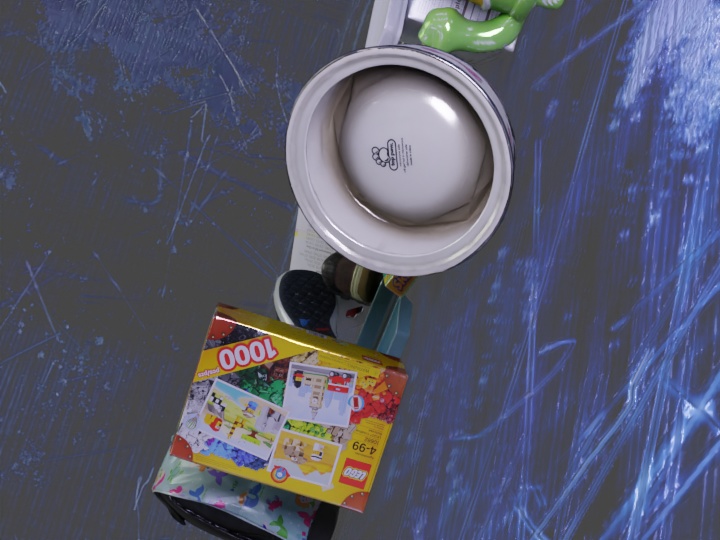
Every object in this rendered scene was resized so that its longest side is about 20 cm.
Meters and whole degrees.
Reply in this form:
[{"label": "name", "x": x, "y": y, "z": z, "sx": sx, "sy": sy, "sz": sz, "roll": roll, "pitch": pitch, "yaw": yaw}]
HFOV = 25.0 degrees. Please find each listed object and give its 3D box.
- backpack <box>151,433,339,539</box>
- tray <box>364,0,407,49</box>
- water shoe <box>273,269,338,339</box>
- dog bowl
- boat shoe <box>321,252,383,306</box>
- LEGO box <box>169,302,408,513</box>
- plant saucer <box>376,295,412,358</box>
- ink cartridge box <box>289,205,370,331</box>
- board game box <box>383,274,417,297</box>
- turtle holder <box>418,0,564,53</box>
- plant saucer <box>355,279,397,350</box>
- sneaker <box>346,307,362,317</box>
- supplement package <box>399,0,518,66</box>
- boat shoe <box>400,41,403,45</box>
[{"label": "backpack", "x": -0.124, "y": 0.236, "z": 1.793, "sx": 0.178, "sy": 0.200, "sz": 0.151, "roll": 130, "pitch": 156, "yaw": -76}, {"label": "tray", "x": 0.030, "y": -0.262, "z": 1.599, "sx": 0.107, "sy": 0.022, "sz": 0.200, "roll": 113, "pitch": 171, "yaw": -48}, {"label": "water shoe", "x": -0.060, "y": 0.081, "z": 1.770, "sx": 0.200, "sy": 0.071, "sz": 0.079, "roll": -105, "pitch": 25, "yaw": -48}, {"label": "dog bowl", "x": 0.041, "y": -0.100, "z": 1.374, "sx": 0.074, "sy": 0.200, "sz": 0.200, "roll": -47, "pitch": -20, "yaw": -61}, {"label": "boat shoe", "x": 0.000, "y": 0.001, "z": 1.801, "sx": 0.201, "sy": 0.066, "sz": 0.072, "roll": 6, "pitch": -76, "yaw": -81}, {"label": "LEGO box", "x": -0.072, "y": 0.135, "z": 1.611, "sx": 0.077, "sy": 0.200, "sz": 0.149, "roll": -112, "pitch": 39, "yaw": -80}, {"label": "plant saucer", "x": 0.017, "y": 0.119, "z": 1.717, "sx": 0.070, "sy": 0.019, "sz": 0.200, "roll": -81, "pitch": 11, "yaw": -54}, {"label": "ink cartridge box", "x": -0.021, "y": -0.037, "z": 1.886, "sx": 0.115, "sy": 0.068, "sz": 0.200, "roll": -13, "pitch": -65, "yaw": -57}, {"label": "board game box", "x": 0.057, "y": -0.042, "z": 1.657, "sx": 0.096, "sy": 0.030, "sz": 0.200, "roll": -53, "pitch": 8, "yaw": 11}, {"label": "turtle holder", "x": 0.118, "y": -0.289, "z": 1.428, "sx": 0.141, "sy": 0.132, "sz": 0.186, "roll": -80, "pitch": 10, "yaw": -45}, {"label": "plant saucer", "x": 0.010, "y": 0.074, "z": 1.770, "sx": 0.070, "sy": 0.019, "sz": 0.200, "roll": -56, "pitch": -11, "yaw": -54}, {"label": "sneaker", "x": -0.005, "y": -0.015, "z": 2.016, "sx": 0.200, "sy": 0.071, "sz": 0.113, "roll": 103, "pitch": -177, "yaw": -47}, {"label": "supplement package", "x": 0.107, "y": -0.301, "z": 1.643, "sx": 0.200, "sy": 0.111, "sz": 0.156, "roll": -151, "pitch": 79, "yaw": -84}, {"label": "boat shoe", "x": 0.075, "y": -0.221, "z": 1.850, "sx": 0.073, "sy": 0.074, "sz": 0.200, "roll": -64, "pitch": -6, "yaw": -58}]
